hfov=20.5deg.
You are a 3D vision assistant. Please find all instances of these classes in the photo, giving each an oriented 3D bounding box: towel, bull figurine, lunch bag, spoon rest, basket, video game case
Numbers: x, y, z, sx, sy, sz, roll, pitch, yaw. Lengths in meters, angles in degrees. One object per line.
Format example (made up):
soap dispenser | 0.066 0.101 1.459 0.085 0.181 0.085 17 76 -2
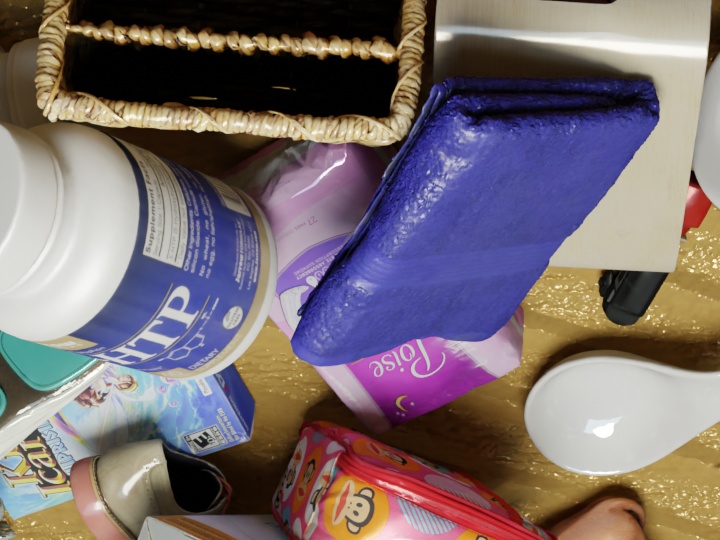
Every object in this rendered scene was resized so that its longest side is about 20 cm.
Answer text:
towel | 0.056 -0.030 1.054 0.147 0.050 0.200 -8 147 -38
bull figurine | 0.121 0.233 1.366 0.200 0.065 0.122 -33 123 11
lunch bag | 0.041 0.165 1.258 0.175 0.200 0.082 24 89 -13
spoon rest | 0.198 0.074 1.272 0.199 0.061 0.100 -26 119 17
basket | -0.064 -0.143 1.062 0.199 0.149 0.144 5 94 0
video game case | -0.191 0.054 1.285 0.180 0.046 0.201 -19 121 15

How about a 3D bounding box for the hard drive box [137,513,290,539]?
hard drive box | -0.039 0.216 1.255 0.155 0.200 0.077 20 91 22

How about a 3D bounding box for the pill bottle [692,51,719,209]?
pill bottle | 0.294 -0.064 1.118 0.199 0.120 0.120 15 126 -34

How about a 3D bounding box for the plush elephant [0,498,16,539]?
plush elephant | -0.313 0.176 1.291 0.199 0.155 0.165 22 98 -20

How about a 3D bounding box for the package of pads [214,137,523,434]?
package of pads | 0.000 0.000 1.222 0.120 0.076 0.200 -28 118 23

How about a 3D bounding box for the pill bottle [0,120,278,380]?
pill bottle | -0.148 -0.014 1.085 0.120 0.120 0.200 -36 150 23

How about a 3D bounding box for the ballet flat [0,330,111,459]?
ballet flat | -0.207 0.071 1.221 0.200 0.069 0.070 -41 116 -5

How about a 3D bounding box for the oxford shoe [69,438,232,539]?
oxford shoe | -0.110 0.169 1.313 0.075 0.071 0.200 -26 147 13

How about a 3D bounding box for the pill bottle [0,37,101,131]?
pill bottle | -0.258 -0.079 1.159 0.199 0.111 0.111 -10 123 9

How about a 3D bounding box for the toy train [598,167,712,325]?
toy train | 0.194 -0.047 1.200 0.034 0.046 0.201 18 122 -10

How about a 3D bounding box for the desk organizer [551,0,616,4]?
desk organizer | 0.113 -0.145 1.125 0.077 0.072 0.200 -21 120 18

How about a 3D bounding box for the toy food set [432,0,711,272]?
toy food set | 0.112 -0.080 1.101 0.143 0.061 0.201 4 134 5
